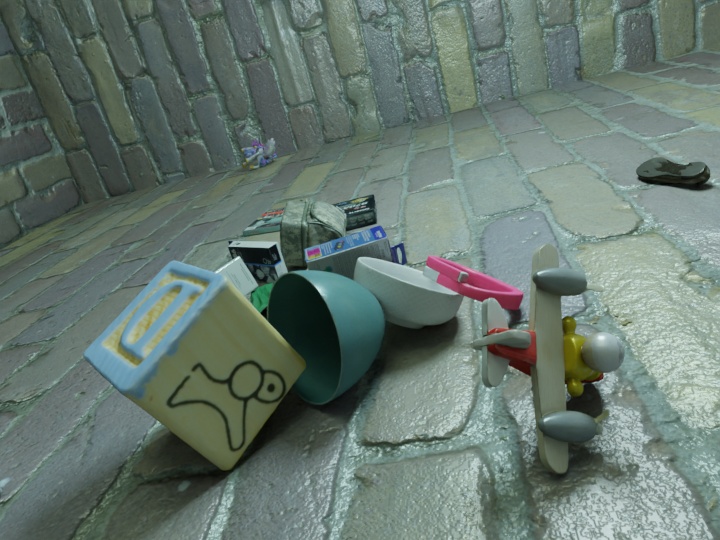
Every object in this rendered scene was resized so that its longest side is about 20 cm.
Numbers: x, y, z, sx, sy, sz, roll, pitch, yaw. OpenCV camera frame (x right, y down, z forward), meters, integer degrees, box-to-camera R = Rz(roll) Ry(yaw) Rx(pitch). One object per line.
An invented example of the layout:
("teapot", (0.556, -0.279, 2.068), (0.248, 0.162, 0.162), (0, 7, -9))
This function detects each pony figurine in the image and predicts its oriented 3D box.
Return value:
("pony figurine", (-0.542, -0.643, 2.948), (0.198, 0.195, 0.167), (-26, 57, -25))

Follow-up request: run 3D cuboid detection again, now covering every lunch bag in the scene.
("lunch bag", (-0.119, -0.102, 1.433), (0.165, 0.142, 0.201), (1, 23, -1))

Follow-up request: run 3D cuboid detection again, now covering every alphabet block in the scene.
("alphabet block", (-0.235, 0.130, 0.792), (0.195, 0.201, 0.196), (14, 57, 49))

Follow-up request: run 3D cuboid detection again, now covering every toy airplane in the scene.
("toy airplane", (0.227, 0.093, 0.633), (0.140, 0.202, 0.199), (-12, 19, 42))

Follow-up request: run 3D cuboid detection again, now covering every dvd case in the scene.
("dvd case", (-0.294, -0.173, 1.858), (0.144, 0.022, 0.200), (-7, 23, 21))

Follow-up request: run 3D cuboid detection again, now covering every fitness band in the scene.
("fitness band", (0.194, 0.018, 0.958), (0.142, 0.038, 0.200), (13, 11, -29))

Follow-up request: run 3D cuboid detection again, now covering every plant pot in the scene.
("plant pot", (-0.039, 0.090, 0.858), (0.133, 0.204, 0.199), (-14, 17, -38))

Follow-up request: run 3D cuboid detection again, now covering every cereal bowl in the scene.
("cereal bowl", (0.076, 0.045, 0.953), (0.197, 0.085, 0.200), (17, 8, -2))

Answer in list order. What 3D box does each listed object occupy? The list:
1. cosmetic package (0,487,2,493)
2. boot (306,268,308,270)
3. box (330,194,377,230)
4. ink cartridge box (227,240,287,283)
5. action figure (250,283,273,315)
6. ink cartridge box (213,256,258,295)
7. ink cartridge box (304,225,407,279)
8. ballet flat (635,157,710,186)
("cosmetic package", (-0.657, 0.321, 0.868), (0.198, 0.072, 0.101), (9, 32, 46))
("boot", (-0.057, 0.013, 1.206), (0.199, 0.090, 0.073), (-29, 30, 52))
("box", (-0.049, -0.164, 1.635), (0.197, 0.047, 0.159), (-13, 22, 7))
("ink cartridge box", (-0.271, -0.023, 1.382), (0.198, 0.101, 0.039), (3, 29, 41))
("action figure", (-0.198, 0.062, 1.194), (0.117, 0.055, 0.200), (-25, 17, -17))
("ink cartridge box", (-0.341, 0.069, 1.180), (0.146, 0.084, 0.200), (-26, 10, 43))
("ink cartridge box", (0.000, 0.000, 1.092), (0.197, 0.138, 0.077), (-16, 27, -1))
("ballet flat", (0.722, -0.224, 1.265), (0.068, 0.046, 0.200), (-50, 20, -1))
